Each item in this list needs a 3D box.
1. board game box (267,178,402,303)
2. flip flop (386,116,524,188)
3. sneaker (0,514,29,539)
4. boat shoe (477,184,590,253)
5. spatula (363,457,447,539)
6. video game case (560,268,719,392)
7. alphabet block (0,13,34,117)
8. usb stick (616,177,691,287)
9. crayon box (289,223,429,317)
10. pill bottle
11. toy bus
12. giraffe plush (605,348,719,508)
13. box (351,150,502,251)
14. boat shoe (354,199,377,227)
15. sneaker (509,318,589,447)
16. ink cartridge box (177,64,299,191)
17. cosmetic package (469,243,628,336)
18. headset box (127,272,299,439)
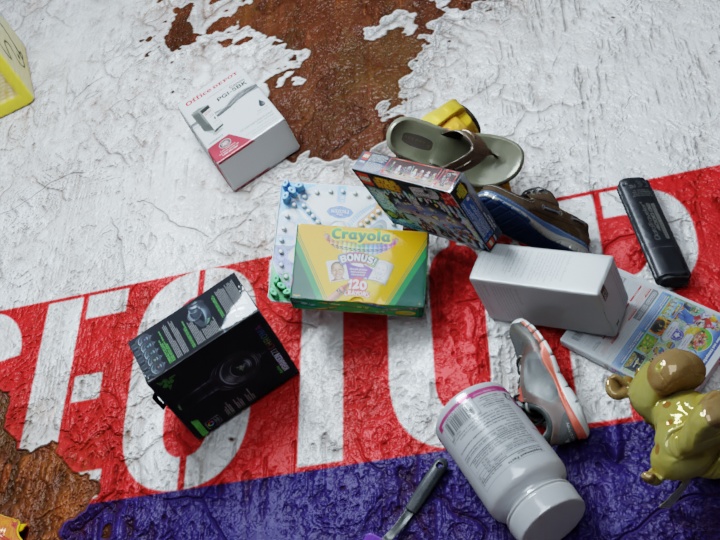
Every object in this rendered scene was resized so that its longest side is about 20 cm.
[{"bbox_3d":[-0.036,-0.043,1.654,0.199,0.026,0.201,4,71,2],"label":"board game box"},{"bbox_3d":[0.134,-0.171,1.509,0.199,0.058,0.081,17,88,-3],"label":"flip flop"},{"bbox_3d":[-0.537,0.395,1.580,0.200,0.073,0.077,29,47,31],"label":"sneaker"},{"bbox_3d":[0.250,-0.079,1.546,0.072,0.200,0.073,-20,46,54],"label":"boat shoe"},{"bbox_3d":[0.056,0.329,1.412,0.056,0.021,0.200,29,66,22],"label":"spatula"},{"bbox_3d":[0.396,0.088,1.462,0.200,0.018,0.143,28,68,35],"label":"video game case"},{"bbox_3d":[-0.819,-0.435,2.219,0.196,0.196,0.200,-27,50,3],"label":"alphabet block"},{"bbox_3d":[0.423,-0.057,1.546,0.055,0.033,0.201,-4,51,-9],"label":"usb stick"},{"bbox_3d":[0.000,0.000,1.595,0.199,0.058,0.119,4,72,3],"label":"crayon box"},{"bbox_3d":[0.190,0.249,1.360,0.113,0.114,0.200,-32,50,-4],"label":"pill bottle"},{"bbox_3d":[0.163,-0.128,1.606,0.136,0.200,0.192,-38,58,-8],"label":"toy bus"},{"bbox_3d":[0.401,0.169,1.317,0.200,0.172,0.163,-47,43,28],"label":"giraffe plush"},{"bbox_3d":[0.094,-0.102,1.540,0.200,0.137,0.040,19,66,45],"label":"box"},{"bbox_3d":[-0.055,-0.047,1.709,0.199,0.065,0.072,-30,50,-2],"label":"boat shoe"},{"bbox_3d":[0.233,0.151,1.441,0.082,0.077,0.200,-26,49,3],"label":"sneaker"},{"bbox_3d":[-0.223,-0.261,1.924,0.147,0.083,0.200,-35,51,-5],"label":"ink cartridge box"},{"bbox_3d":[0.263,0.025,1.492,0.199,0.102,0.074,7,57,34],"label":"cosmetic package"},{"bbox_3d":[-0.219,0.132,1.569,0.200,0.174,0.093,-33,49,-5],"label":"headset box"}]
